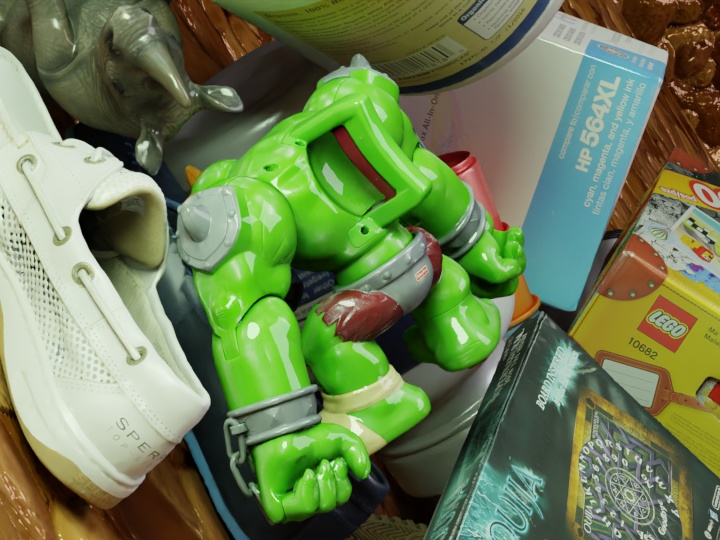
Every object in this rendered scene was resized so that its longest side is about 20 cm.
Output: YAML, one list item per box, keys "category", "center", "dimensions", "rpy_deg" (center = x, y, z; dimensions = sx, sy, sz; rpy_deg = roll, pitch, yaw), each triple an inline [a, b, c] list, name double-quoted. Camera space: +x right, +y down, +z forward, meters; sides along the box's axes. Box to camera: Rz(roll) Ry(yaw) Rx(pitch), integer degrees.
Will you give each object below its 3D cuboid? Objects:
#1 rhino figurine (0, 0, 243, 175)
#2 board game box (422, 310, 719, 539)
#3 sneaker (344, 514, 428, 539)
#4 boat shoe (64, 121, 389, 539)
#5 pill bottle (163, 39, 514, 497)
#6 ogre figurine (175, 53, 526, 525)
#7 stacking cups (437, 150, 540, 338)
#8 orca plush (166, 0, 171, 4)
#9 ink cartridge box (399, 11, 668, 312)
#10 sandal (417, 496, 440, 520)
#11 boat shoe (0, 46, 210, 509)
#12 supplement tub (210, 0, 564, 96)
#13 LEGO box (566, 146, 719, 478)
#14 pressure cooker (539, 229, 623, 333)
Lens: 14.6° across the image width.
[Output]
- category: "rhino figurine"
  center: [-0.100, -0.089, 1.065]
  dimensions: [0.200, 0.060, 0.088]
  rpy_deg: [34, -27, 59]
- category: "board game box"
  center: [0.095, 0.112, 1.154]
  dimensions: [0.135, 0.028, 0.200]
  rpy_deg: [43, 29, -8]
- category: "sneaker"
  center: [0.051, 0.184, 1.177]
  dimensions: [0.199, 0.109, 0.070]
  rpy_deg: [25, 25, -11]
- category: "boat shoe"
  center: [-0.049, 0.019, 1.123]
  dimensions: [0.200, 0.069, 0.084]
  rpy_deg: [62, 13, 6]
- category: "pill bottle"
  center: [0.000, 0.000, 1.255]
  dimensions: [0.200, 0.111, 0.111]
  rpy_deg: [55, 14, -19]
- category: "ogre figurine"
  center: [-0.005, -0.003, 1.048]
  dimensions: [0.200, 0.098, 0.120]
  rpy_deg: [-37, 107, -33]
- category: "stacking cups"
  center: [0.065, 0.043, 1.343]
  dimensions: [0.061, 0.060, 0.201]
  rpy_deg: [-73, 141, -73]
- category: "orca plush"
  center: [-0.111, -0.145, 1.240]
  dimensions: [0.105, 0.071, 0.200]
  rpy_deg: [62, 13, 9]
- category: "ink cartridge box"
  center: [0.039, -0.081, 1.412]
  dimensions: [0.199, 0.126, 0.129]
  rpy_deg: [21, 12, 3]
- category: "sandal"
  center: [0.066, 0.151, 1.278]
  dimensions: [0.212, 0.069, 0.078]
  rpy_deg: [37, -31, 50]
- category: "boat shoe"
  center: [-0.098, -0.011, 1.001]
  dimensions: [0.071, 0.069, 0.200]
  rpy_deg: [36, 24, -53]
- category: "supplement tub"
  center: [-0.010, -0.159, 1.098]
  dimensions: [0.200, 0.144, 0.145]
  rpy_deg: [25, 37, -61]
- category: "LEGO box"
  center: [0.204, 0.045, 1.354]
  dimensions: [0.200, 0.077, 0.149]
  rpy_deg: [32, 27, 1]
- category: "pressure cooker"
  center: [0.152, 0.098, 1.491]
  dimensions: [0.175, 0.179, 0.200]
  rpy_deg: [24, 28, -20]
